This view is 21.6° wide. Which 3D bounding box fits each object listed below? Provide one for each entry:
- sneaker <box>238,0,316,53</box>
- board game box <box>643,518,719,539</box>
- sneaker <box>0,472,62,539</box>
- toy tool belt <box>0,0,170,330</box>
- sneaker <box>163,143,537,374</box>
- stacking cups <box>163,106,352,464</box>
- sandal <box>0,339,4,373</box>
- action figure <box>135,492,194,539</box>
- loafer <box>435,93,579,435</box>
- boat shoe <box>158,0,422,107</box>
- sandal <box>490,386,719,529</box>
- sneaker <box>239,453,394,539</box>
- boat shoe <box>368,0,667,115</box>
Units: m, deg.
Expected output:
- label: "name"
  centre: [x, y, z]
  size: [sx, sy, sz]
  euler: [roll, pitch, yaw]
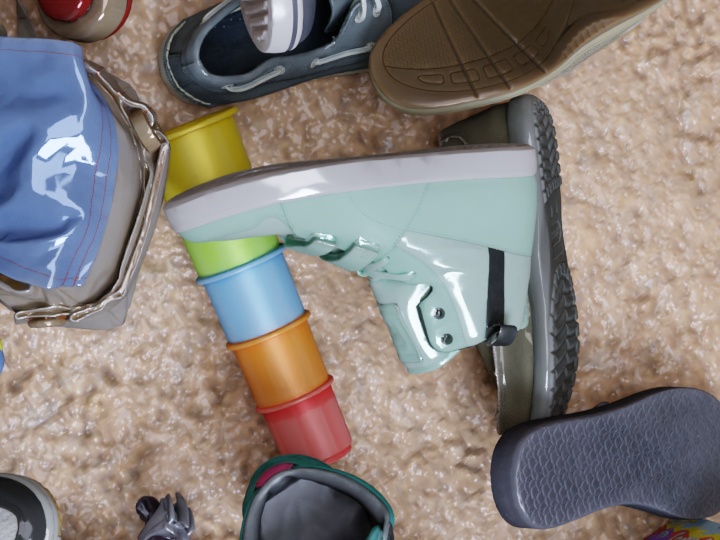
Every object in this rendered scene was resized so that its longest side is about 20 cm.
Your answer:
- label: "sneaker"
  centre: [-0.032, -0.205, 0.993]
  size: [0.079, 0.079, 0.201]
  euler: [-3, 62, -15]
- label: "board game box"
  centre: [0.145, 0.236, 1.059]
  size: [0.200, 0.105, 0.103]
  euler: [-30, 97, -13]
- label: "sneaker"
  centre: [-0.246, 0.135, 0.920]
  size: [0.199, 0.088, 0.076]
  euler: [-7, 75, 15]
- label: "toy tool belt"
  centre: [-0.163, -0.068, 0.950]
  size: [0.124, 0.123, 0.201]
  euler: [3, 90, 21]
- label: "sneaker"
  centre: [0.000, 0.000, 0.980]
  size: [0.200, 0.074, 0.119]
  euler: [-5, 97, -14]
- label: "stacking cups"
  centre: [-0.062, 0.014, 1.033]
  size: [0.060, 0.060, 0.201]
  euler: [-22, 100, -14]
- label: "sandal"
  centre: [-0.256, 0.078, 0.867]
  size: [0.199, 0.079, 0.087]
  euler: [-23, 114, -10]
- label: "action figure"
  centre: [-0.139, 0.170, 0.993]
  size: [0.199, 0.069, 0.131]
  euler: [20, 101, -5]
- label: "loafer"
  centre: [0.080, 0.003, 1.067]
  size: [0.069, 0.075, 0.201]
  euler: [-3, 94, 19]
- label: "boat shoe"
  centre: [-0.013, -0.141, 1.037]
  size: [0.199, 0.062, 0.073]
  euler: [-22, 95, -14]
- label: "sandal"
  centre: [0.143, 0.104, 1.065]
  size: [0.200, 0.043, 0.076]
  euler: [3, 85, -40]
- label: "sneaker"
  centre: [0.005, 0.171, 0.945]
  size: [0.084, 0.121, 0.200]
  euler: [-39, 76, -2]
- label: "boat shoe"
  centre: [0.092, -0.132, 1.059]
  size: [0.200, 0.065, 0.072]
  euler: [-28, 77, -19]
